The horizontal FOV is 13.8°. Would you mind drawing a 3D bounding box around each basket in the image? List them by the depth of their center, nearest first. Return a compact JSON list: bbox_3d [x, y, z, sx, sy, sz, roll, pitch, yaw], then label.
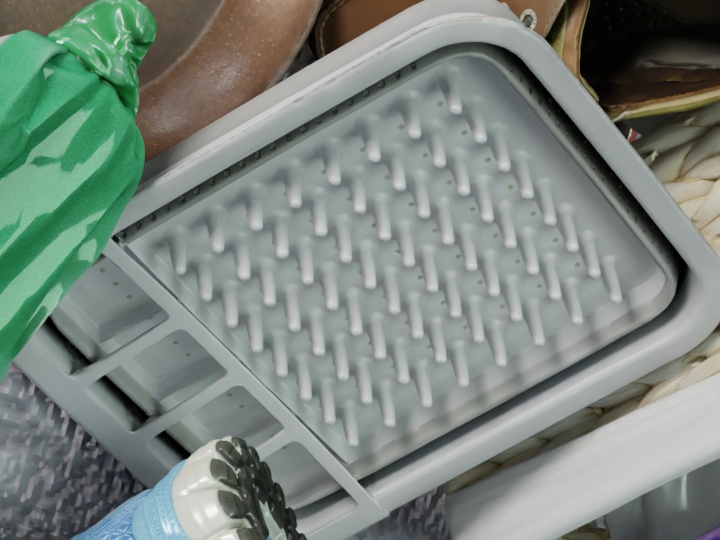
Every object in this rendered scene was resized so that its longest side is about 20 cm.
[{"bbox_3d":[0.129,0.022,1.033,0.135,0.199,0.124,11,57,-48],"label":"basket"}]

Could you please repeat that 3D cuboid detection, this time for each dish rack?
[{"bbox_3d":[0.000,0.000,0.943,0.172,0.199,0.044,47,23,-38],"label":"dish rack"}]

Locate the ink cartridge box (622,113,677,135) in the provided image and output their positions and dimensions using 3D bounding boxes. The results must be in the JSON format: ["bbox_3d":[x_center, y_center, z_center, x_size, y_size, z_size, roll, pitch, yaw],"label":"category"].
[{"bbox_3d":[0.122,-0.169,1.059,0.146,0.084,0.201,39,65,-12],"label":"ink cartridge box"}]

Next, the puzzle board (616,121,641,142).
[{"bbox_3d":[0.168,-0.090,1.203,0.150,0.017,0.201,26,77,-45],"label":"puzzle board"}]

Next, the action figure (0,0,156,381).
[{"bbox_3d":[-0.125,-0.002,0.855,0.200,0.055,0.118,-50,130,-13],"label":"action figure"}]

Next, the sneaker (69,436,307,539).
[{"bbox_3d":[-0.047,0.129,0.975,0.200,0.089,0.079,63,9,-47],"label":"sneaker"}]

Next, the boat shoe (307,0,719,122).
[{"bbox_3d":[0.068,-0.084,0.961,0.068,0.199,0.072,-67,142,-51],"label":"boat shoe"}]

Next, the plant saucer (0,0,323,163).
[{"bbox_3d":[-0.083,-0.131,0.920,0.200,0.034,0.202,-9,102,-46],"label":"plant saucer"}]

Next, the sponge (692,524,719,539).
[{"bbox_3d":[0.126,0.125,1.066,0.111,0.200,0.030,7,58,-47],"label":"sponge"}]
